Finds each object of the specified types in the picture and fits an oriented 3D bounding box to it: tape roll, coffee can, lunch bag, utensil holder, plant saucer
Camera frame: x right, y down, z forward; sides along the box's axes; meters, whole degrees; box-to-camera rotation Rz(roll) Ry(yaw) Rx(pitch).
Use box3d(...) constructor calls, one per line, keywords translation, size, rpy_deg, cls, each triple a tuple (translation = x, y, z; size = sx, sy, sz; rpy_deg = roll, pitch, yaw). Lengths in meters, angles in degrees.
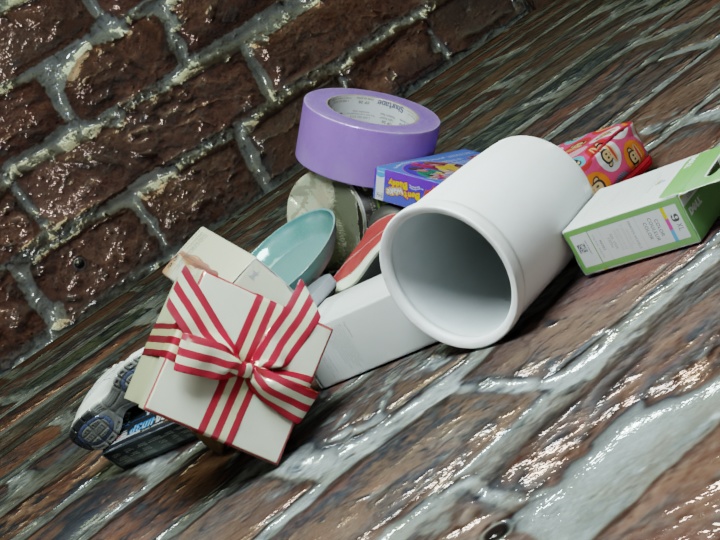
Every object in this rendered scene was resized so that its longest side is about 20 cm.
box3d(translation=(0.010, -0.191, 1.852), size=(0.199, 0.085, 0.200), rpy_deg=(9, 24, -4), cls="tape roll")
box3d(translation=(0.010, -0.089, 1.913), size=(0.146, 0.147, 0.200), rpy_deg=(-22, -2, 41), cls="coffee can")
box3d(translation=(0.268, -0.121, 1.659), size=(0.176, 0.082, 0.200), rpy_deg=(-39, 13, -36), cls="lunch bag")
box3d(translation=(0.144, -0.038, 1.411), size=(0.170, 0.170, 0.200), rpy_deg=(-20, 15, 46), cls="utensil holder")
box3d(translation=(-0.103, -0.003, 1.772), size=(0.200, 0.036, 0.200), rpy_deg=(-34, 24, 17), cls="plant saucer")

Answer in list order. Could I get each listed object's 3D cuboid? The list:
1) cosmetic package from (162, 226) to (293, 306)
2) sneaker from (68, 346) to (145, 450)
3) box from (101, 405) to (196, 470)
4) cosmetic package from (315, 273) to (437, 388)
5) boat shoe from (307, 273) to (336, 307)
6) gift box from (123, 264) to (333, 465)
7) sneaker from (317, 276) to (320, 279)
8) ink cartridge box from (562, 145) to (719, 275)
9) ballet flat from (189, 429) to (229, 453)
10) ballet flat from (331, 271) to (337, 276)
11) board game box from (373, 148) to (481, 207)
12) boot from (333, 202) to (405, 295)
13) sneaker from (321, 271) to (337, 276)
box3d(translation=(-0.164, 0.023, 1.652), size=(0.087, 0.103, 0.200), rpy_deg=(-49, 27, -8), cls="cosmetic package")
box3d(translation=(-0.315, 0.149, 1.727), size=(0.200, 0.075, 0.087), rpy_deg=(-40, 30, 12), cls="sneaker")
box3d(translation=(-0.251, 0.164, 1.743), size=(0.200, 0.046, 0.159), rpy_deg=(-26, 40, 30), cls="box")
box3d(translation=(0.030, 0.054, 1.544), size=(0.200, 0.081, 0.113), rpy_deg=(-23, 14, 34), cls="cosmetic package")
box3d(translation=(-0.083, 0.094, 1.640), size=(0.200, 0.068, 0.074), rpy_deg=(-53, 15, -26), cls="boat shoe")
box3d(translation=(-0.150, 0.090, 1.439), size=(0.187, 0.184, 0.201), rpy_deg=(-1, 70, 71), cls="gift box")
box3d(translation=(-0.105, 0.046, 1.818), size=(0.077, 0.082, 0.200), rpy_deg=(-51, 1, -27), cls="sneaker")
box3d(translation=(0.318, -0.066, 1.337), size=(0.200, 0.059, 0.104), rpy_deg=(-21, 16, 44), cls="ink cartridge box")
box3d(translation=(-0.205, 0.144, 1.607), size=(0.200, 0.072, 0.068), rpy_deg=(-101, 28, -44), cls="ballet flat")
box3d(translation=(0.037, 0.009, 1.842), size=(0.199, 0.057, 0.066), rpy_deg=(-18, -2, 31), cls="ballet flat")
box3d(translation=(0.133, -0.120, 1.760), size=(0.134, 0.045, 0.200), rpy_deg=(19, 23, 39), cls="board game box")
box3d(translation=(0.000, 0.000, 1.741), size=(0.200, 0.072, 0.144), rpy_deg=(-45, 21, 24), cls="boot")
box3d(translation=(-0.083, 0.014, 1.954), size=(0.199, 0.076, 0.114), rpy_deg=(-5, -18, -40), cls="sneaker")
